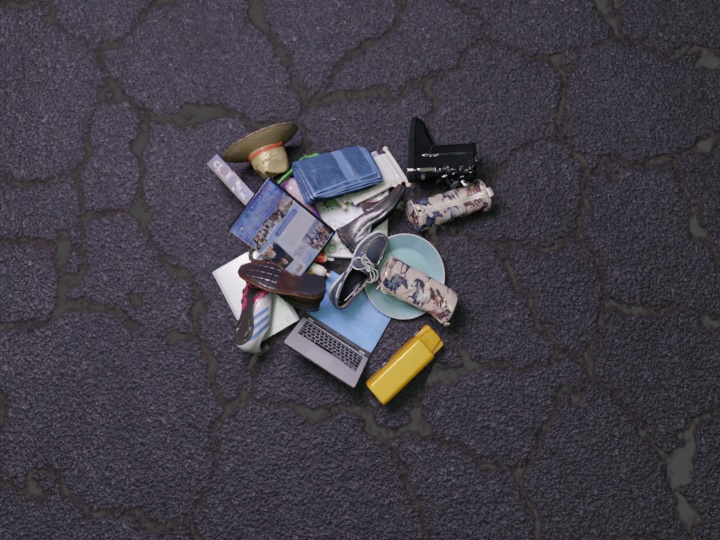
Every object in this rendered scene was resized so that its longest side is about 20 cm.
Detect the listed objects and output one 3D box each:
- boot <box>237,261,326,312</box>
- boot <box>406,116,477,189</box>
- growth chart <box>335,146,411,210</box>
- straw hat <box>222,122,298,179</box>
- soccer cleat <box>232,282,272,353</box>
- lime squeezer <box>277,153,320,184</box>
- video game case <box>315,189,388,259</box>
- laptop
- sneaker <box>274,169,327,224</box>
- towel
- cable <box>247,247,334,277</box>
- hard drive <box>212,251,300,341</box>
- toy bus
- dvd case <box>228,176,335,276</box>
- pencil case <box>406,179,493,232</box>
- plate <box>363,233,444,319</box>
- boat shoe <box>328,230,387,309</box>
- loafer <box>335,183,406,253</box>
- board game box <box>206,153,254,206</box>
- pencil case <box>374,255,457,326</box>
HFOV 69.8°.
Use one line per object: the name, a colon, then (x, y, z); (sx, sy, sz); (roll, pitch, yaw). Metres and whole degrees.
boot: (-0.174, 0.044, 1.144); (0.197, 0.098, 0.076); (14, 54, 4)
boot: (0.193, -0.284, 1.223); (0.159, 0.074, 0.201); (-1, 59, 10)
growth chart: (0.007, -0.231, 1.254); (0.197, 0.018, 0.146); (-22, 72, -10)
straw hat: (-0.208, -0.254, 1.182); (0.199, 0.201, 0.086); (-25, 92, -4)
soccer cleat: (-0.236, 0.092, 1.183); (0.069, 0.087, 0.203); (0, 59, 25)
lime squeezer: (-0.119, -0.240, 1.220); (0.197, 0.038, 0.072); (-16, 77, -26)
video game case: (-0.031, -0.121, 1.255); (0.196, 0.024, 0.186); (2, 83, -2)
laptop: (-0.043, 0.129, 1.183); (0.186, 0.200, 0.117); (31, 117, 2)
sneaker: (-0.136, -0.166, 1.217); (0.088, 0.081, 0.200); (-42, 71, -11)
towel: (-0.053, -0.226, 1.188); (0.198, 0.049, 0.113); (-20, 73, -25)
cable: (-0.156, -0.033, 1.191); (0.197, 0.050, 0.099); (18, 89, -19)
hard drive: (-0.247, 0.061, 1.227); (0.131, 0.026, 0.202); (-29, 84, -5)
toy bus: (0.104, 0.215, 1.191); (0.200, 0.078, 0.065); (-42, 86, -6)
dvd case: (-0.167, -0.087, 1.129); (0.199, 0.018, 0.143); (38, 90, -26)
pencil case: (0.211, -0.154, 1.226); (0.197, 0.089, 0.079); (-18, 99, -4)
plate: (0.103, 0.014, 1.231); (0.196, 0.026, 0.204); (0, 93, -6)
boat shoe: (0.000, 0.000, 1.170); (0.075, 0.062, 0.201); (41, 89, -24)
loafer: (0.026, -0.136, 1.211); (0.072, 0.073, 0.200); (43, 84, 4)
board game box: (-0.263, -0.167, 1.198); (0.035, 0.136, 0.200); (-43, 87, -6)
pencil case: (0.131, 0.050, 1.183); (0.198, 0.078, 0.090); (28, 80, -6)
